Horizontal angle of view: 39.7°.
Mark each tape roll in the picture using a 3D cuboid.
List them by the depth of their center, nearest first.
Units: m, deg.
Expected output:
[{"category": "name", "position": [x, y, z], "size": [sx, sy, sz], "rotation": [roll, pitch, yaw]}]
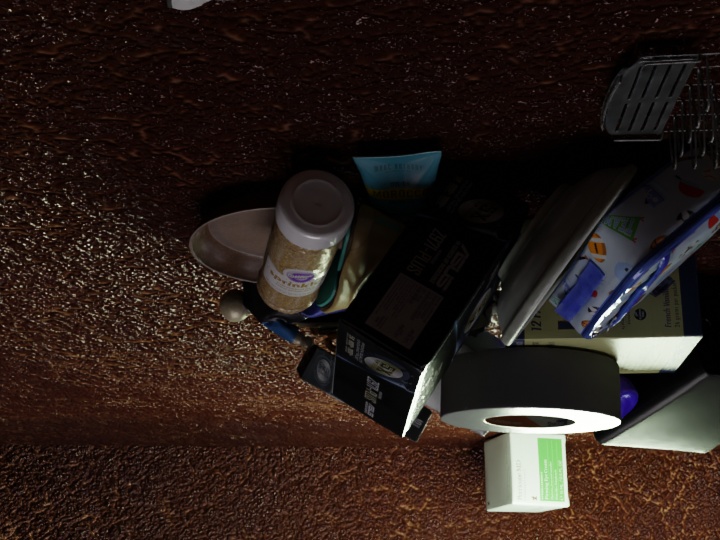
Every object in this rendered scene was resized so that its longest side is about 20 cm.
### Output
[{"category": "tape roll", "position": [0.190, 0.138, 1.120], "size": [0.199, 0.066, 0.200], "rotation": [3, 163, 1]}]

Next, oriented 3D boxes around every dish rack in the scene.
[{"category": "dish rack", "position": [0.286, -0.119, 0.752], "size": [0.199, 0.055, 0.153], "rotation": [-1, 162, 5]}]

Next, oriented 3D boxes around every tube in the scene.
[{"category": "tube", "position": [0.040, -0.067, 0.959], "size": [0.077, 0.051, 0.200], "rotation": [-8, 158, 2]}]

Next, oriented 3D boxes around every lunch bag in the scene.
[{"category": "lunch bag", "position": [0.256, -0.016, 0.923], "size": [0.160, 0.076, 0.200], "rotation": [-38, 163, -18]}]

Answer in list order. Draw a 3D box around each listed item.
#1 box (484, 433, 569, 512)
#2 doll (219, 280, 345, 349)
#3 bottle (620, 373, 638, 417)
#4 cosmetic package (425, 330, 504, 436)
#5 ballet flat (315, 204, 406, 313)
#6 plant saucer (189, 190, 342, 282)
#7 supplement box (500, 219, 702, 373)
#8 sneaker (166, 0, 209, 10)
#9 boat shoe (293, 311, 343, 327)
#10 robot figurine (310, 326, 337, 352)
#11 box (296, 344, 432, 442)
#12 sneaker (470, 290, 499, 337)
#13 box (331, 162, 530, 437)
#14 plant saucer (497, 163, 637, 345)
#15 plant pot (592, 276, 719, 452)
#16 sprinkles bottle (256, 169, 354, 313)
[{"category": "box", "position": [0.450, 0.553, 2.726], "size": [0.171, 0.200, 0.200], "rotation": [5, 161, -13]}, {"category": "doll", "position": [-0.079, 0.030, 1.177], "size": [0.199, 0.137, 0.048], "rotation": [-12, -161, 21]}, {"category": "bottle", "position": [0.263, 0.102, 1.259], "size": [0.065, 0.200, 0.084], "rotation": [-42, 146, 7]}, {"category": "cosmetic package", "position": [0.114, 0.118, 1.266], "size": [0.200, 0.090, 0.107], "rotation": [31, 113, -28]}, {"category": "ballet flat", "position": [0.000, 0.000, 0.999], "size": [0.063, 0.069, 0.200], "rotation": [13, 157, -7]}, {"category": "plant saucer", "position": [-0.079, -0.036, 1.051], "size": [0.199, 0.035, 0.200], "rotation": [-1, 158, 0]}, {"category": "supplement box", "position": [0.259, 0.033, 1.116], "size": [0.199, 0.135, 0.200], "rotation": [-2, 163, 9]}, {"category": "sneaker", "position": [-0.053, -0.197, 0.497], "size": [0.092, 0.076, 0.200], "rotation": [-4, 172, -12]}, {"category": "boat shoe", "position": [-0.011, 0.034, 1.220], "size": [0.199, 0.072, 0.059], "rotation": [-8, -163, 38]}, {"category": "robot figurine", "position": [0.032, 0.074, 1.339], "size": [0.199, 0.058, 0.145], "rotation": [-9, 178, 1]}, {"category": "box", "position": [-0.001, 0.151, 1.269], "size": [0.160, 0.044, 0.200], "rotation": [29, 176, -3]}, {"category": "sneaker", "position": [0.129, 0.018, 1.192], "size": [0.066, 0.091, 0.200], "rotation": [-10, -173, 14]}, {"category": "box", "position": [0.062, 0.030, 0.932], "size": [0.086, 0.200, 0.164], "rotation": [30, 153, 12]}, {"category": "plant saucer", "position": [0.176, -0.024, 0.917], "size": [0.050, 0.200, 0.200], "rotation": [36, 167, 11]}, {"category": "plant pot", "position": [0.420, 0.110, 1.295], "size": [0.199, 0.200, 0.177], "rotation": [9, 150, -26]}, {"category": "sprinkles bottle", "position": [-0.056, -0.022, 0.954], "size": [0.068, 0.068, 0.200], "rotation": [4, 157, -10]}]
